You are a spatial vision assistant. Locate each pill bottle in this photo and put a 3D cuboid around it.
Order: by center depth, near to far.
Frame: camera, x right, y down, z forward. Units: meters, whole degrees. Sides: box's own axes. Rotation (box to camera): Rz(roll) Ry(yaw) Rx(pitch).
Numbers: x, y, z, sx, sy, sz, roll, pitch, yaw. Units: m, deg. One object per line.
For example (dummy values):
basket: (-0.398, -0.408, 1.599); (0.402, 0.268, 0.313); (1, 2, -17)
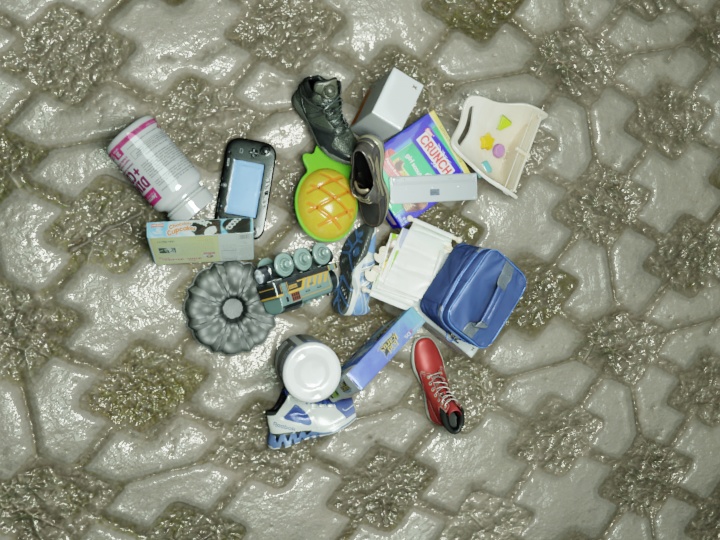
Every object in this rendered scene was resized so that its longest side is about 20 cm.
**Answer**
pill bottle: (-0.383, -0.187, 1.340); (0.113, 0.113, 0.200); (-42, 101, -9)
pill bottle: (-0.112, 0.188, 1.379); (0.112, 0.200, 0.115); (0, 92, -13)

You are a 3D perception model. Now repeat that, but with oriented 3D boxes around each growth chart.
growth chart: (0.100, -0.015, 1.423); (0.144, 0.018, 0.201); (29, 82, 11)

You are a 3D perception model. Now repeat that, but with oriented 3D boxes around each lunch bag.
lunch bag: (0.223, 0.054, 1.369); (0.135, 0.132, 0.201); (36, 81, -24)

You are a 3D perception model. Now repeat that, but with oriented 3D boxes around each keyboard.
keyboard: (0.155, -0.173, 1.458); (0.198, 0.011, 0.057); (-5, 102, -16)

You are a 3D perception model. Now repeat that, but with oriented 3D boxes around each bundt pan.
bundt pan: (-0.258, 0.078, 1.402); (0.199, 0.076, 0.205); (-1, 93, -14)

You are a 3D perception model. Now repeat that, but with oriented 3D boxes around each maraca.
maraca: (-0.069, -0.159, 1.428); (0.136, 0.107, 0.203); (7, 79, -23)

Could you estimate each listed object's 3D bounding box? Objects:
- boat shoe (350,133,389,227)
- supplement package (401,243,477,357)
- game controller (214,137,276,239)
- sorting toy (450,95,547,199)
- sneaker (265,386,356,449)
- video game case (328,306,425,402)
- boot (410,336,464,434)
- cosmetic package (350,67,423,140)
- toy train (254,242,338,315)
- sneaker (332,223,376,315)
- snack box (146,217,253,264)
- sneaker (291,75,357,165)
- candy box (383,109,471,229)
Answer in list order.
boat shoe: (0.009, -0.173, 1.396); (0.073, 0.074, 0.202); (-43, 136, -43)
supplement package: (0.191, 0.061, 1.499); (0.199, 0.111, 0.156); (38, 83, -13)
game controller: (-0.236, -0.166, 1.417); (0.103, 0.042, 0.203); (9, 89, -14)
sorting toy: (0.280, -0.282, 1.492); (0.179, 0.107, 0.202); (25, 83, -26)
sneaker: (-0.111, 0.287, 1.444); (0.197, 0.081, 0.116); (-17, 98, -12)
video game case: (0.023, 0.171, 1.397); (0.045, 0.181, 0.200); (47, 64, -1)
boot: (0.171, 0.243, 1.483); (0.072, 0.144, 0.202); (-16, 94, -11)
cosmetic package: (0.047, -0.327, 1.402); (0.071, 0.200, 0.102); (28, 85, -14)
toy train: (-0.125, 0.015, 1.403); (0.199, 0.085, 0.115); (-19, 94, -45)
sneaker: (0.000, 0.000, 1.477); (0.077, 0.075, 0.202); (17, 87, -37)
snack box: (-0.309, -0.057, 1.356); (0.197, 0.116, 0.037); (-4, 65, -11)
sneaker: (-0.059, -0.309, 1.396); (0.076, 0.114, 0.200); (-31, 84, -26)
candy box: (0.113, -0.214, 1.486); (0.199, 0.077, 0.170); (-36, 101, -11)
